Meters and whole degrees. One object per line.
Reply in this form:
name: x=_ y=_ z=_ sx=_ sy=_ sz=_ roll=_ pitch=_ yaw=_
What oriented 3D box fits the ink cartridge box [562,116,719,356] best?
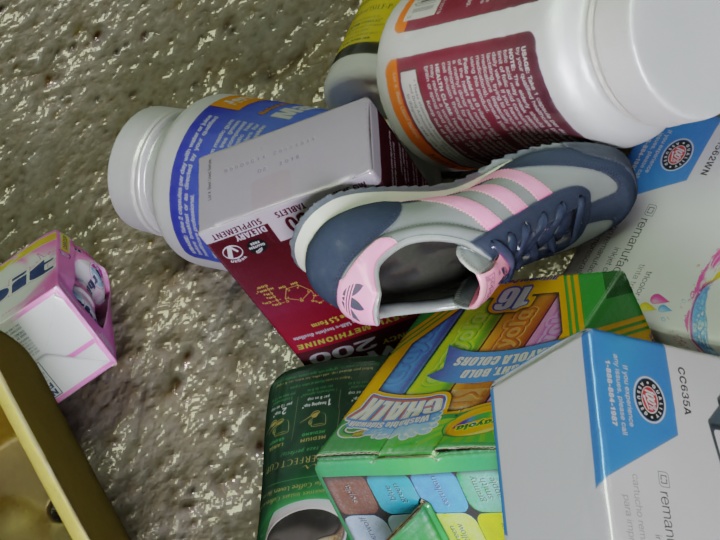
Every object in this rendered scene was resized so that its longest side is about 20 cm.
ink cartridge box: x=0.228 y=0.001 z=1.311 sx=0.200 sy=0.085 sz=0.145 roll=14 pitch=64 yaw=36

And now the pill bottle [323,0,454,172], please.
pill bottle: x=0.063 y=-0.171 z=1.519 sx=0.111 sy=0.111 sz=0.200 roll=8 pitch=61 yaw=35

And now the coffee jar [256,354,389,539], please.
coffee jar: x=-0.011 y=0.151 z=1.338 sx=0.104 sy=0.085 sz=0.200 roll=-10 pitch=52 yaw=26

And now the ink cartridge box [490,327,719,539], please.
ink cartridge box: x=0.169 y=0.122 z=1.153 sx=0.086 sy=0.200 sz=0.147 roll=-37 pitch=50 yaw=49

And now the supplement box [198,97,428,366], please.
supplement box: x=0.000 y=0.000 z=1.365 sx=0.109 sy=0.200 sz=0.061 roll=-19 pitch=47 yaw=18

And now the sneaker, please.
sneaker: x=0.069 y=-0.011 z=1.271 sx=0.200 sy=0.070 sz=0.082 roll=-15 pitch=39 yaw=-19

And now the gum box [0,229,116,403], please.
gum box: x=-0.246 y=0.063 z=1.527 sx=0.200 sy=0.066 sz=0.114 roll=-34 pitch=21 yaw=5

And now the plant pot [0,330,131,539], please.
plant pot: x=-0.228 y=0.156 z=1.371 sx=0.194 sy=0.200 sz=0.196 roll=-31 pitch=79 yaw=7

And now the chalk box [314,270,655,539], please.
chalk box: x=0.070 y=0.109 z=1.246 sx=0.124 sy=0.125 sz=0.200 roll=-6 pitch=33 yaw=36

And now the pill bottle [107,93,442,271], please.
pill bottle: x=-0.058 y=-0.051 z=1.499 sx=0.200 sy=0.112 sz=0.112 roll=13 pitch=64 yaw=36

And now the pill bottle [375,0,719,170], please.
pill bottle: x=0.113 y=-0.121 z=1.353 sx=0.200 sy=0.114 sz=0.114 roll=-5 pitch=52 yaw=50
